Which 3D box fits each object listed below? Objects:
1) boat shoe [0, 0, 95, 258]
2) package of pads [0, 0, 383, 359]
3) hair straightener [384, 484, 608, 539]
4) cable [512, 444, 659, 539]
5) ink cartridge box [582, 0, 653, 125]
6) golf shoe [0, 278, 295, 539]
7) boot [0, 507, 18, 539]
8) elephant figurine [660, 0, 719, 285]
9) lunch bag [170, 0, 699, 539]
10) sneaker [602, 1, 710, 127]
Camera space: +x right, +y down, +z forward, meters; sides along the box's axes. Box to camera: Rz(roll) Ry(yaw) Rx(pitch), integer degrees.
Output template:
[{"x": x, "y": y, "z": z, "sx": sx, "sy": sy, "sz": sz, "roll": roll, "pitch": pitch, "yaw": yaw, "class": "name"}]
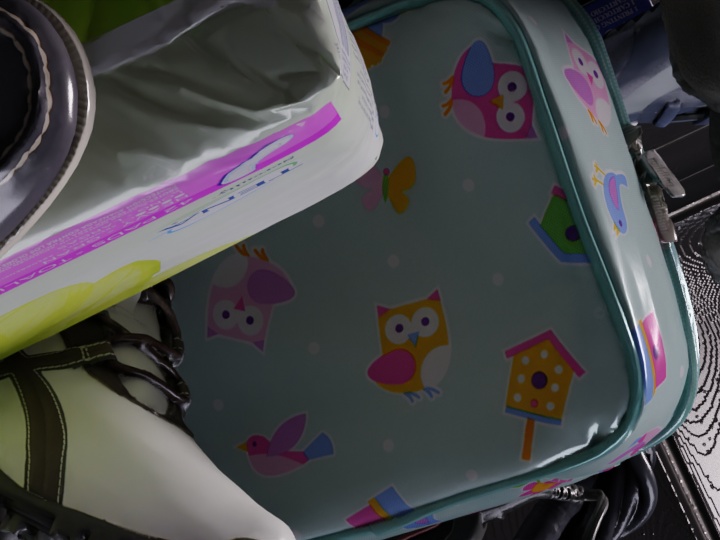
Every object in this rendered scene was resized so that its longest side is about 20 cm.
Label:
[{"x": -0.144, "y": -0.005, "z": 0.483, "sx": 0.200, "sy": 0.073, "sz": 0.063, "roll": -20, "pitch": 178, "yaw": -4, "class": "boat shoe"}, {"x": -0.094, "y": -0.018, "z": 0.609, "sx": 0.200, "sy": 0.068, "sz": 0.155, "roll": -24, "pitch": 175, "yaw": 2, "class": "package of pads"}, {"x": 0.001, "y": 0.131, "z": 0.925, "sx": 0.200, "sy": 0.077, "sz": 0.041, "roll": -25, "pitch": 174, "yaw": 6, "class": "hair straightener"}, {"x": 0.064, "y": 0.056, "z": 1.071, "sx": 0.163, "sy": 0.200, "sz": 0.051, "roll": 3, "pitch": -166, "yaw": -30, "class": "cable"}, {"x": 0.073, "y": -0.065, "z": 1.106, "sx": 0.094, "sy": 0.044, "sz": 0.200, "roll": -26, "pitch": 176, "yaw": -4, "class": "ink cartridge box"}, {"x": -0.078, "y": 0.026, "z": 0.701, "sx": 0.095, "sy": 0.200, "sz": 0.078, "roll": -57, "pitch": 141, "yaw": -7, "class": "golf shoe"}, {"x": -0.369, "y": 0.241, "z": 2.095, "sx": 0.211, "sy": 0.079, "sz": 0.158, "roll": -27, "pitch": 175, "yaw": 35, "class": "boot"}, {"x": 0.156, "y": -0.094, "z": 0.809, "sx": 0.155, "sy": 0.200, "sz": 0.142, "roll": 13, "pitch": -133, "yaw": 38, "class": "elephant figurine"}, {"x": 0.000, "y": 0.000, "z": 0.788, "sx": 0.200, "sy": 0.161, "sz": 0.077, "roll": -20, "pitch": 173, "yaw": 27, "class": "lunch bag"}, {"x": 0.163, "y": -0.078, "z": 0.972, "sx": 0.200, "sy": 0.082, "sz": 0.070, "roll": -24, "pitch": 175, "yaw": -1, "class": "sneaker"}]
